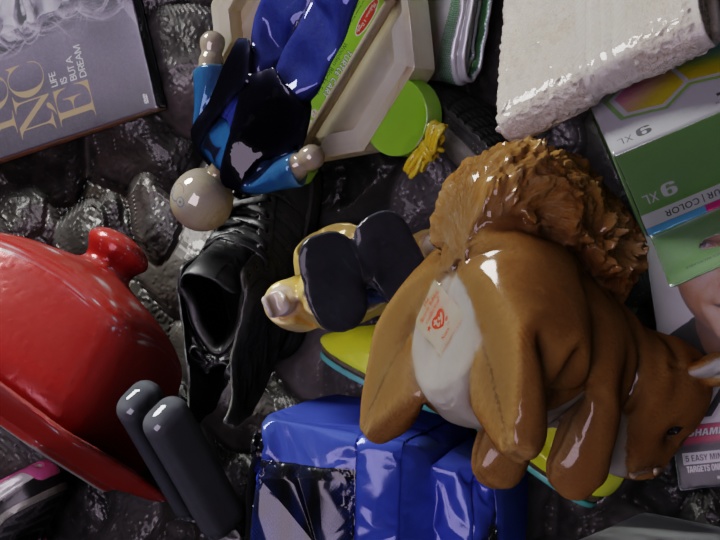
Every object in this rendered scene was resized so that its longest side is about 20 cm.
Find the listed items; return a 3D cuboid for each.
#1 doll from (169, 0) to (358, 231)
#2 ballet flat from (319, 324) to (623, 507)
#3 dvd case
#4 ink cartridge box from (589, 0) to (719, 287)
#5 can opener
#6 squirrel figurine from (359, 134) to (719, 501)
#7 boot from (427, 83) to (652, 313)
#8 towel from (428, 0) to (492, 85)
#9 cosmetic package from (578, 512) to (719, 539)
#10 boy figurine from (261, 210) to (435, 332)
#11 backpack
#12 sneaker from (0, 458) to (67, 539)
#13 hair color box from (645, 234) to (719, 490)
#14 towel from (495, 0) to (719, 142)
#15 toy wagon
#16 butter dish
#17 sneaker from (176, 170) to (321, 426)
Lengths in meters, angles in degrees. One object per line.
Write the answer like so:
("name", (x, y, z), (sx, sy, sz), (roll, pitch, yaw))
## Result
("doll", (-0.061, -0.111, 1.290), (0.136, 0.048, 0.200), (44, 116, 38))
("ballet flat", (0.073, 0.066, 1.265), (0.200, 0.067, 0.067), (29, 104, 14))
("dvd case", (-0.236, -0.156, 1.472), (0.200, 0.016, 0.149), (-15, 86, 26))
("ink cartridge box", (0.184, -0.081, 1.164), (0.104, 0.200, 0.059), (-23, 120, 7))
("can opener", (-0.106, 0.153, 1.344), (0.053, 0.066, 0.200), (25, 146, 38))
("squirrel figurine", (0.118, 0.026, 1.158), (0.141, 0.186, 0.201), (-11, 70, 54))
("boot", (0.077, -0.009, 1.302), (0.200, 0.068, 0.131), (47, 116, 18))
("towel", (-0.003, -0.204, 1.339), (0.200, 0.031, 0.150), (14, 97, 31))
("cosmetic package", (0.214, 0.241, 1.186), (0.200, 0.166, 0.168), (10, 96, 24))
("boy figurine", (0.000, 0.000, 1.278), (0.124, 0.200, 0.065), (-20, 93, -3))
("backpack", (0.010, 0.190, 1.285), (0.167, 0.162, 0.201), (9, 95, 22))
("sneaker", (-0.244, 0.218, 1.460), (0.087, 0.074, 0.200), (42, 113, 19))
("hair color box", (0.224, 0.021, 1.231), (0.099, 0.061, 0.201), (-9, 87, 26))
("towel", (0.138, -0.153, 1.209), (0.132, 0.200, 0.034), (-27, 119, 24))
("toy wagon", (-0.013, -0.129, 1.309), (0.200, 0.040, 0.155), (45, 117, 26))
("butter dish", (-0.193, 0.039, 1.387), (0.199, 0.200, 0.148), (32, 81, 22))
("sneaker", (-0.074, -0.005, 1.350), (0.060, 0.104, 0.200), (2, 93, 26))
